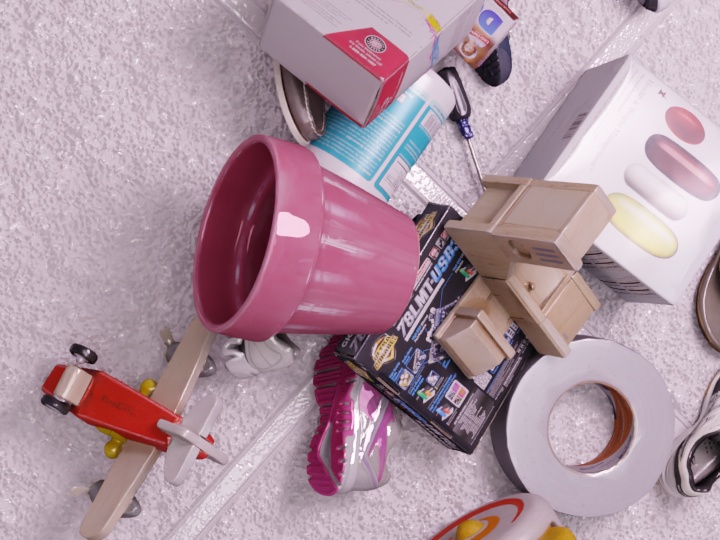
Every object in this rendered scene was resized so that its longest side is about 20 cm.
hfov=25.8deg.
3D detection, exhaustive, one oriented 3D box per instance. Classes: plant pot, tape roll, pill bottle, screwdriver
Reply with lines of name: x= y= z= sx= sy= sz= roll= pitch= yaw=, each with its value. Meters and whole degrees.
plant pot: x=-0.048 y=-0.017 z=1.567 sx=0.178 sy=0.200 sz=0.201 roll=15 pitch=88 yaw=-25
tape roll: x=0.249 y=0.174 z=1.769 sx=0.199 sy=0.066 sz=0.201 roll=0 pitch=92 yaw=-11
pill bottle: x=0.005 y=-0.135 z=1.688 sx=0.111 sy=0.111 sz=0.200 roll=37 pitch=84 yaw=-10
screwdriver: x=0.129 y=-0.132 z=1.754 sx=0.029 sy=0.028 sz=0.201 roll=-22 pitch=93 yaw=18

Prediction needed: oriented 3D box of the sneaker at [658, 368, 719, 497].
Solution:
sneaker: x=0.422 y=0.179 z=1.794 sx=0.076 sy=0.088 sz=0.200 roll=36 pitch=83 yaw=-8

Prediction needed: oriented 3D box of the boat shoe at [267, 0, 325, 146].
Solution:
boat shoe: x=-0.056 y=-0.230 z=1.665 sx=0.059 sy=0.072 sz=0.201 roll=-13 pitch=68 yaw=15

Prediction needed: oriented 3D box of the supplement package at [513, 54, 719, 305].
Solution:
supplement package: x=0.296 y=-0.095 z=1.730 sx=0.200 sy=0.147 sz=0.192 roll=36 pitch=84 yaw=-9

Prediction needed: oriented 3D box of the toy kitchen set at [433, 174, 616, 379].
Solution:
toy kitchen set: x=0.187 y=0.033 z=1.617 sx=0.163 sy=0.180 sz=0.200 roll=-51 pitch=121 yaw=-19

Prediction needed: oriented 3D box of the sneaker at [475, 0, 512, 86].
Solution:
sneaker: x=0.148 y=-0.307 z=1.737 sx=0.082 sy=0.070 sz=0.201 roll=-20 pitch=103 yaw=-27

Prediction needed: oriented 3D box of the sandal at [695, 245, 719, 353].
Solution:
sandal: x=0.448 y=-0.001 z=1.810 sx=0.081 sy=0.055 sz=0.201 roll=26 pitch=86 yaw=-11

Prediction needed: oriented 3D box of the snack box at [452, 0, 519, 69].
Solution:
snack box: x=0.077 y=-0.313 z=1.699 sx=0.200 sy=0.024 sz=0.072 roll=46 pitch=118 yaw=7

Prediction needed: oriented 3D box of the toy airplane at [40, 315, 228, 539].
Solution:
toy airplane: x=-0.219 y=0.161 z=1.635 sx=0.199 sy=0.141 sz=0.200 roll=-22 pitch=63 yaw=3

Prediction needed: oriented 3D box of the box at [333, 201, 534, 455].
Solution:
box: x=0.096 y=0.063 z=1.697 sx=0.198 sy=0.050 sz=0.200 roll=40 pitch=74 yaw=-30

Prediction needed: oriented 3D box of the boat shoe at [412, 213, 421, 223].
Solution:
boat shoe: x=0.001 y=0.000 z=1.710 sx=0.199 sy=0.074 sz=0.066 roll=-28 pitch=95 yaw=-10

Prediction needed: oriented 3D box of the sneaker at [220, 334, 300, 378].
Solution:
sneaker: x=-0.107 y=0.012 z=1.670 sx=0.081 sy=0.075 sz=0.201 roll=-9 pitch=85 yaw=23

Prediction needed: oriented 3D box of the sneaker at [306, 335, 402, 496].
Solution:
sneaker: x=0.001 y=0.150 z=1.716 sx=0.088 sy=0.081 sz=0.201 roll=17 pitch=77 yaw=-38

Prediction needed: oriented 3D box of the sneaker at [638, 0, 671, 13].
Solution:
sneaker: x=0.254 y=-0.354 z=1.755 sx=0.114 sy=0.075 sz=0.200 roll=-35 pitch=92 yaw=-8

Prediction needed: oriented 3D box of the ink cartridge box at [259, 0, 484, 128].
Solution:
ink cartridge box: x=0.016 y=-0.260 z=1.609 sx=0.147 sy=0.086 sz=0.200 roll=39 pitch=53 yaw=11

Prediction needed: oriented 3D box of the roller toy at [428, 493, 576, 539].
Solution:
roller toy: x=0.145 y=0.330 z=1.688 sx=0.182 sy=0.200 sz=0.140 roll=-31 pitch=96 yaw=-3
